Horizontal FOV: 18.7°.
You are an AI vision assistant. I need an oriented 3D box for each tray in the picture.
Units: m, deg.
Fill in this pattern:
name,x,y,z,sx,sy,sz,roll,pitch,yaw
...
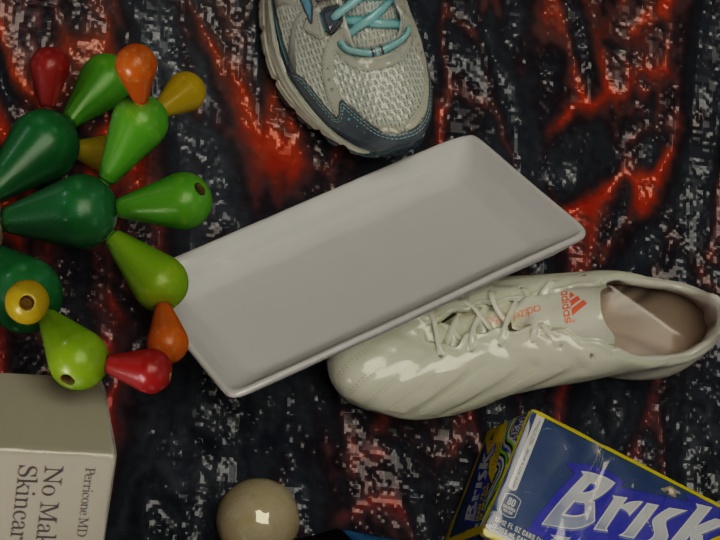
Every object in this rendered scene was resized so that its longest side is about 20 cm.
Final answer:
name,x,y,z,sx,sy,sz,roll,pitch,yaw
tray,0.000,0.000,1.053,0.199,0.022,0.107,-24,41,-21

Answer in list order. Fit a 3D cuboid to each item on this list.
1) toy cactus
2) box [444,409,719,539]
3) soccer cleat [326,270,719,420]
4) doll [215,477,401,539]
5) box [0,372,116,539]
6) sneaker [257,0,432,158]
name,x,y,z,sx,sy,sz,roll,pitch,yaw
toy cactus,-0.151,-0.026,0.990,0.164,0.102,0.201,-5,59,3
box,0.145,0.144,1.061,0.199,0.064,0.070,27,70,-10
soccer cleat,0.082,0.029,1.063,0.199,0.078,0.070,-5,78,-18
doll,-0.003,0.183,1.010,0.136,0.048,0.200,-29,84,-40
box,-0.210,0.090,0.944,0.199,0.068,0.082,3,116,-13
sneaker,-0.015,-0.153,1.075,0.077,0.086,0.201,-19,82,-20
